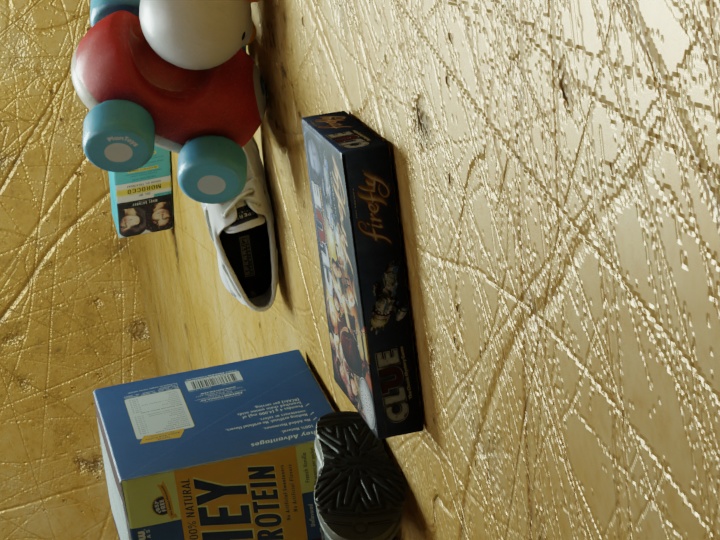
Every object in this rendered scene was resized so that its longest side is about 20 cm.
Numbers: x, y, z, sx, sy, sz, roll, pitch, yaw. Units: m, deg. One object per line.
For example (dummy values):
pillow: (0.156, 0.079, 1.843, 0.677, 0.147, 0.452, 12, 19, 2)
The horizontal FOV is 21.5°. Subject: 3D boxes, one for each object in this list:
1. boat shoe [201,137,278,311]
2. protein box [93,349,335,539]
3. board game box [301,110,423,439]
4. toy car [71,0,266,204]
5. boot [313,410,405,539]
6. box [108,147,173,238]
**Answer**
boat shoe: (-0.115, -0.055, 1.767, 0.066, 0.071, 0.201, -133, 33, -63)
protein box: (-0.118, 0.182, 1.660, 0.200, 0.197, 0.136, -127, 28, -66)
board game box: (0.000, 0.000, 1.319, 0.135, 0.034, 0.201, -133, 35, -71)
toy car: (-0.135, -0.197, 1.625, 0.200, 0.176, 0.185, -47, 34, 42)
boot: (-0.001, 0.231, 1.450, 0.182, 0.072, 0.201, -92, 4, -65)
box: (-0.306, -0.128, 2.635, 0.201, 0.082, 0.049, 95, 161, -55)
